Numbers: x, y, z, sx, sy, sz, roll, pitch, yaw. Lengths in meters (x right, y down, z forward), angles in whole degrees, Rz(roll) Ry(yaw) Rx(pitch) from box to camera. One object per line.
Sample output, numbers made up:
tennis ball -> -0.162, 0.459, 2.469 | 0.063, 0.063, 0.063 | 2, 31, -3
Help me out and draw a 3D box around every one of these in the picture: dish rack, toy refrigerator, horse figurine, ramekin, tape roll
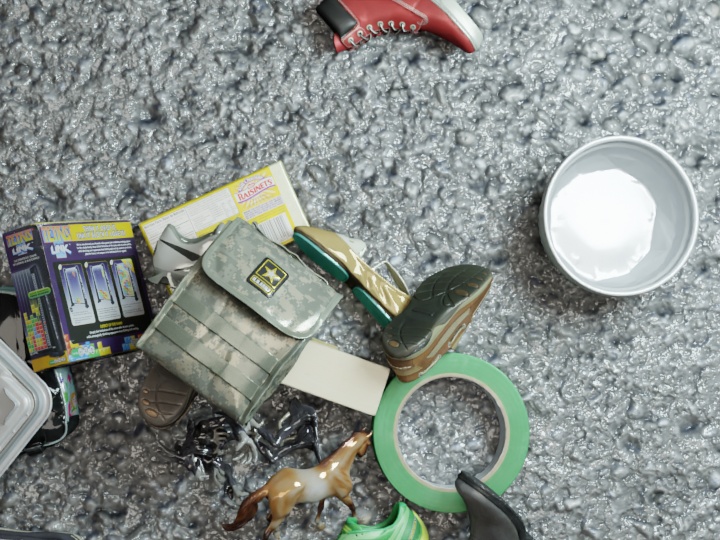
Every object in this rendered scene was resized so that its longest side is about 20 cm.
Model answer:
dish rack -> -0.468, 0.167, 1.552 | 0.171, 0.044, 0.200 | 42, 98, 10
toy refrigerator -> -0.067, 0.117, 1.702 | 0.199, 0.076, 0.070 | 19, 86, -2
horse figurine -> -0.070, 0.279, 1.670 | 0.199, 0.050, 0.133 | -11, 123, -27
ramekin -> 0.320, -0.065, 1.725 | 0.199, 0.105, 0.202 | 0, 87, -4
tape roll -> 0.113, 0.205, 1.723 | 0.199, 0.048, 0.202 | 0, 87, -4

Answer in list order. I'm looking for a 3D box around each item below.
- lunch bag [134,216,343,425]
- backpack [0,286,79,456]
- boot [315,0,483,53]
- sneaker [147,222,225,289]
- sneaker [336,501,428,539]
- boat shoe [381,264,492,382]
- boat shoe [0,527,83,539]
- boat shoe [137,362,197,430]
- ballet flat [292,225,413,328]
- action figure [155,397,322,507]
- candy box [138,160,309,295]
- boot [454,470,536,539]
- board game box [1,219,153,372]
lunch bag -> -0.138, 0.056, 1.599 | 0.164, 0.118, 0.200 | 36, 88, 3
backpack -> -0.437, 0.119, 1.637 | 0.176, 0.151, 0.201 | -13, 97, -1
boot -> 0.046, -0.310, 1.741 | 0.200, 0.072, 0.145 | 38, 85, 7
sneaker -> -0.157, -0.011, 1.680 | 0.199, 0.074, 0.089 | 11, 98, -11
sneaker -> -0.013, 0.355, 1.693 | 0.199, 0.074, 0.084 | -28, 97, -14
boat shoe -> 0.095, 0.066, 1.697 | 0.200, 0.075, 0.074 | -40, 134, -36
boat shoe -> -0.441, 0.355, 1.668 | 0.198, 0.063, 0.073 | -3, 87, -4
boat shoe -> -0.218, 0.111, 1.696 | 0.074, 0.073, 0.201 | 28, 64, 6
ballet flat -> 0.000, 0.000, 1.725 | 0.200, 0.069, 0.063 | 44, 73, -8
action figure -> -0.147, 0.224, 1.671 | 0.199, 0.119, 0.102 | -12, 50, -12
candy box -> -0.172, -0.053, 1.729 | 0.199, 0.026, 0.103 | -24, 90, -5
boot -> 0.142, 0.346, 1.666 | 0.132, 0.070, 0.200 | -43, 123, -7
board game box -> -0.333, 0.026, 1.629 | 0.056, 0.200, 0.166 | -16, 86, 22
